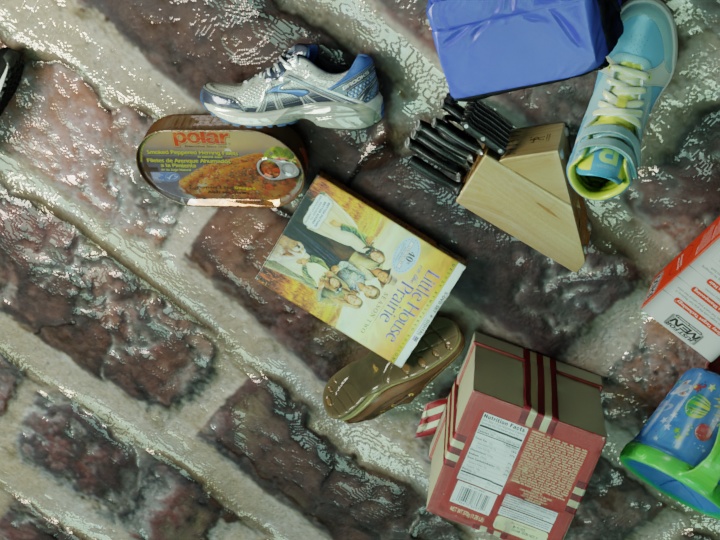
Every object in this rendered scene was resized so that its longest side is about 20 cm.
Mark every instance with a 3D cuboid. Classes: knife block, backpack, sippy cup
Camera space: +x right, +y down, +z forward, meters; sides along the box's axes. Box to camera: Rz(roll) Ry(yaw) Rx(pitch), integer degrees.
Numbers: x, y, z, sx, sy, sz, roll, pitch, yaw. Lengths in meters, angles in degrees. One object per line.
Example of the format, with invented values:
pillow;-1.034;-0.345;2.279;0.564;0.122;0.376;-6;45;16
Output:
knife block;0.142;-0.088;1.422;0.174;0.064;0.201;-7;121;22
backpack;0.159;-0.262;1.219;0.161;0.200;0.169;-3;112;21
sippy cup;0.375;0.184;1.471;0.139;0.131;0.177;38;168;-35

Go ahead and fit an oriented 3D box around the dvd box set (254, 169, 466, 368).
dvd box set;0.000;0.000;1.515;0.199;0.029;0.147;32;105;-5

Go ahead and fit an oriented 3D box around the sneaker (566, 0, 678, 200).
sneaker;0.256;-0.156;1.300;0.079;0.131;0.201;14;125;9

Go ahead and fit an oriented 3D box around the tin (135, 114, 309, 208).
tin;-0.154;-0.124;1.492;0.198;0.042;0.113;3;139;16

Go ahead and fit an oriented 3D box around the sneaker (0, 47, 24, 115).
sneaker;-0.461;-0.190;1.532;0.090;0.070;0.200;33;128;-10

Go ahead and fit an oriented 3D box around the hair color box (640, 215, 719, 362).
hair color box;0.392;-0.001;1.382;0.101;0.061;0.200;37;135;-2

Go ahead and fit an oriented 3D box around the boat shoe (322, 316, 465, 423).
boat shoe;0.047;0.121;1.596;0.199;0.072;0.067;-34;142;24

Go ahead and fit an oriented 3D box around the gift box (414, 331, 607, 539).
gift box;0.164;0.199;1.527;0.183;0.187;0.201;24;111;-2

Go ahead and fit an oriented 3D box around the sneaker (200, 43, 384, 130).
sneaker;-0.073;-0.201;1.416;0.198;0.077;0.086;1;114;7

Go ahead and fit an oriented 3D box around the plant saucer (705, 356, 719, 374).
plant saucer;0.512;0.088;1.444;0.199;0.037;0.200;33;126;-7
